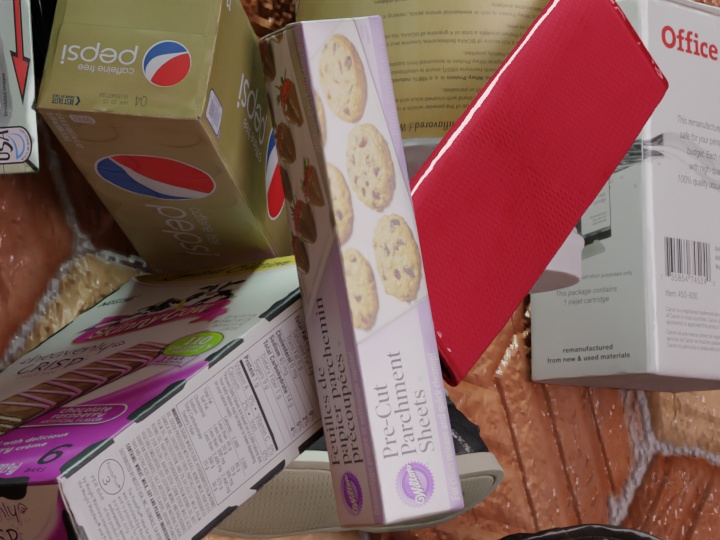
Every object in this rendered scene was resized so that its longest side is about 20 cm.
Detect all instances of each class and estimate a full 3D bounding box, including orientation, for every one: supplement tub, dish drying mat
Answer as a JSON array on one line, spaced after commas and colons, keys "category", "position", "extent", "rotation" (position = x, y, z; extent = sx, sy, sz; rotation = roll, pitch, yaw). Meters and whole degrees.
[{"category": "supplement tub", "position": [0.041, -0.093, 1.218], "extent": [0.144, 0.144, 0.201], "rotation": [8, 78, -49]}, {"category": "dish drying mat", "position": [0.068, -0.044, 1.125], "extent": [0.077, 0.018, 0.200], "rotation": [55, 53, -24]}]

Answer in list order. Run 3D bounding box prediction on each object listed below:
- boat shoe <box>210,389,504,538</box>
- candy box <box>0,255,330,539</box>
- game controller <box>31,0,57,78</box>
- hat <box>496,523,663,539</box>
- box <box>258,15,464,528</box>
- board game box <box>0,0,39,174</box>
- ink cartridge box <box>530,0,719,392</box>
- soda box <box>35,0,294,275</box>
[{"category": "boat shoe", "position": [-0.021, 0.082, 1.193], "extent": [0.200, 0.072, 0.068], "rotation": [3, 56, -45]}, {"category": "candy box", "position": [-0.095, 0.063, 1.043], "extent": [0.200, 0.136, 0.061], "rotation": [-38, 113, -47]}, {"category": "game controller", "position": [-0.121, -0.180, 1.132], "extent": [0.104, 0.042, 0.201], "rotation": [5, 81, -64]}, {"category": "hat", "position": [0.079, 0.188, 1.263], "extent": [0.201, 0.200, 0.081], "rotation": [48, 7, -34]}, {"category": "box", "position": [0.000, 0.000, 1.025], "extent": [0.041, 0.039, 0.201], "rotation": [-7, 87, -30]}, {"category": "board game box", "position": [-0.194, -0.132, 0.972], "extent": [0.134, 0.029, 0.201], "rotation": [-4, 94, -16]}, {"category": "ink cartridge box", "position": [0.162, -0.038, 1.401], "extent": [0.147, 0.083, 0.201], "rotation": [7, 80, -49]}, {"category": "soda box", "position": [-0.072, -0.055, 1.072], "extent": [0.200, 0.067, 0.064], "rotation": [66, 31, -68]}]
